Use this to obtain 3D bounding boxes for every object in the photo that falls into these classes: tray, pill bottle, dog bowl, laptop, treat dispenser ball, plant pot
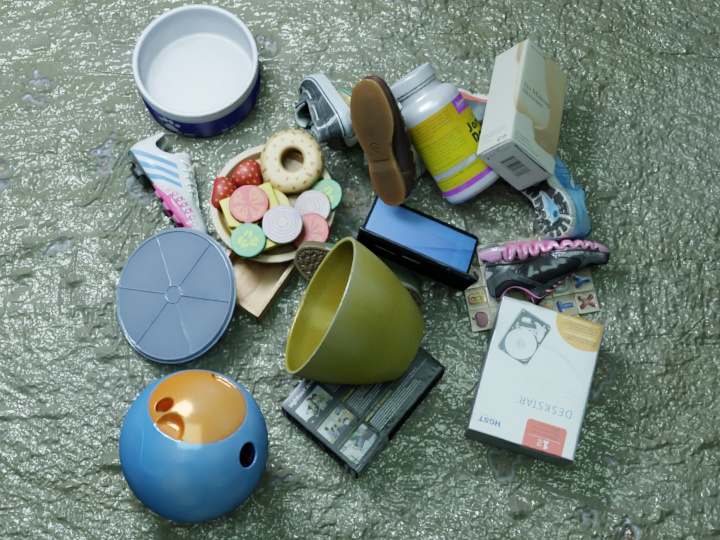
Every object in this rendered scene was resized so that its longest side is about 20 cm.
[{"bbox_3d":[-0.137,-0.031,1.564,0.098,0.037,0.201,31,72,11],"label":"tray"},{"bbox_3d":[0.126,-0.209,1.555,0.104,0.104,0.201,-37,102,-13],"label":"pill bottle"},{"bbox_3d":[-0.259,-0.318,1.644,0.197,0.079,0.202,0,70,-1],"label":"dog bowl"},{"bbox_3d":[0.091,-0.051,1.486,0.176,0.200,0.104,23,82,1],"label":"laptop"},{"bbox_3d":[-0.223,0.234,1.381,0.198,0.201,0.203,0,70,0],"label":"treat dispenser ball"},{"bbox_3d":[0.003,0.075,1.407,0.141,0.200,0.202,25,70,-16],"label":"plant pot"}]

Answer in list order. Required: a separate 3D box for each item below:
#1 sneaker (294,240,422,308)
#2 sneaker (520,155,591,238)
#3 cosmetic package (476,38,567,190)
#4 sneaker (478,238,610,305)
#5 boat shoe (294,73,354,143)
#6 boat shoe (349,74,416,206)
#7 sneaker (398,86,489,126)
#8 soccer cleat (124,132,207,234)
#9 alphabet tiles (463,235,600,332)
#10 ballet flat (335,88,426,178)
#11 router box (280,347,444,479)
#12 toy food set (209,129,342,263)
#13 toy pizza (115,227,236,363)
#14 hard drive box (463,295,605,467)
[{"bbox_3d":[0.000,0.000,1.522,0.198,0.068,0.090,22,27,-5],"label":"sneaker"},{"bbox_3d":[0.299,-0.125,1.589,0.089,0.078,0.202,15,48,-38],"label":"sneaker"},{"bbox_3d":[0.247,-0.236,1.552,0.105,0.071,0.202,33,55,-30],"label":"cosmetic package"},{"bbox_3d":[0.276,0.002,1.538,0.197,0.079,0.097,-5,92,-1],"label":"sneaker"},{"bbox_3d":[-0.070,-0.250,1.577,0.070,0.073,0.200,-21,27,-10],"label":"boat shoe"},{"bbox_3d":[0.037,-0.197,1.515,0.070,0.202,0.070,6,35,29],"label":"boat shoe"},{"bbox_3d":[0.156,-0.236,1.621,0.197,0.077,0.083,3,76,2],"label":"sneaker"},{"bbox_3d":[-0.280,-0.131,1.581,0.086,0.070,0.200,-36,74,-12],"label":"soccer cleat"},{"bbox_3d":[0.255,0.030,1.559,0.197,0.006,0.168,-9,71,-3],"label":"alphabet tiles"},{"bbox_3d":[0.015,-0.207,1.611,0.200,0.071,0.071,40,75,10],"label":"ballet flat"},{"bbox_3d":[0.004,0.172,1.482,0.149,0.051,0.200,38,74,14],"label":"router box"},{"bbox_3d":[-0.128,-0.104,1.547,0.198,0.049,0.200,-22,72,-8],"label":"toy food set"},{"bbox_3d":[-0.270,0.037,1.522,0.198,0.032,0.203,-4,79,18],"label":"toy pizza"},{"bbox_3d":[0.248,0.159,1.472,0.154,0.077,0.202,15,73,5],"label":"hard drive box"}]
